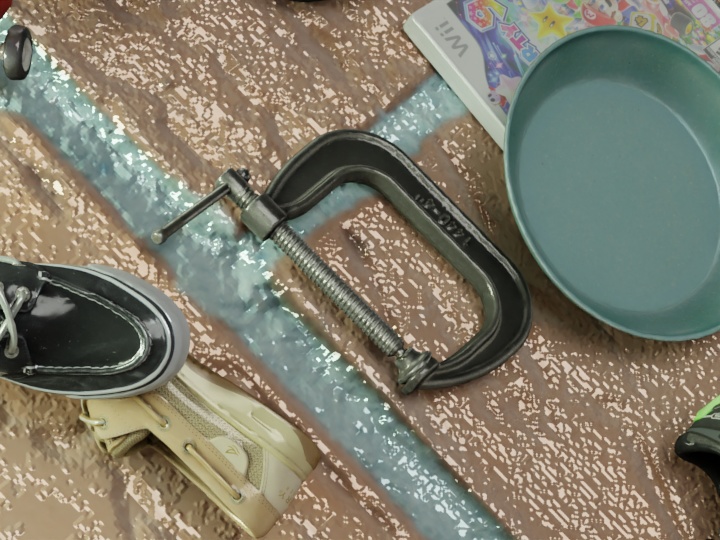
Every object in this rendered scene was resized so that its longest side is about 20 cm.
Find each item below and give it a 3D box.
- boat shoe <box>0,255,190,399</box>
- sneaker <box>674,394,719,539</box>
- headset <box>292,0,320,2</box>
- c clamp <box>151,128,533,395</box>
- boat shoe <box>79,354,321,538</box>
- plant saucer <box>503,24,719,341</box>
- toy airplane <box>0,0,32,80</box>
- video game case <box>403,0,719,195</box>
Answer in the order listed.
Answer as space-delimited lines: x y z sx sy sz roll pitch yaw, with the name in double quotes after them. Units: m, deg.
-0.189 0.022 1.349 0.199 0.068 0.072 15 96 11 "boat shoe"
0.245 0.166 1.515 0.084 0.077 0.200 -24 71 -13 "sneaker"
-0.041 -0.225 1.572 0.200 0.094 0.124 -20 73 -42 "headset"
0.000 0.000 1.517 0.200 0.027 0.171 40 51 2 "c clamp"
-0.119 0.067 1.398 0.200 0.071 0.065 32 78 10 "boat shoe"
0.164 -0.049 1.589 0.199 0.036 0.201 9 70 -26 "plant saucer"
-0.213 -0.220 1.465 0.200 0.141 0.199 -33 60 -19 "toy airplane"
0.140 -0.145 1.655 0.200 0.018 0.143 -34 81 -33 "video game case"
